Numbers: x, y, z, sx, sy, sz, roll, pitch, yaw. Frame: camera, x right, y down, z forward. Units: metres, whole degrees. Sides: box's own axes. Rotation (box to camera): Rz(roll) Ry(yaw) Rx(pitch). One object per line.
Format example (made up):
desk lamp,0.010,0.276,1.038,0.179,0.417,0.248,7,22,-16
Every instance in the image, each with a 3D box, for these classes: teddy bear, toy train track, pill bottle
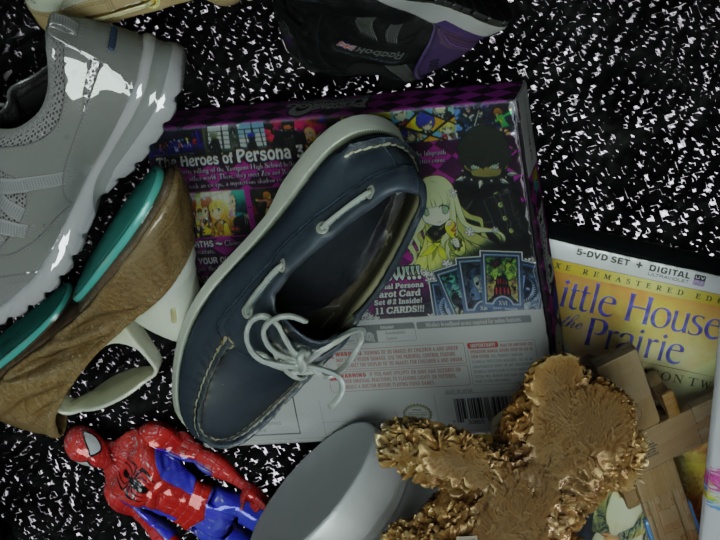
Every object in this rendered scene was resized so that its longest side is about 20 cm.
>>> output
teddy bear,0.057,0.132,1.432,0.144,0.067,0.201,21,84,-17
toy train track,0.156,0.122,1.533,0.114,0.033,0.201,-24,117,-6
pill bottle,0.045,0.177,1.514,0.200,0.117,0.116,42,107,-17

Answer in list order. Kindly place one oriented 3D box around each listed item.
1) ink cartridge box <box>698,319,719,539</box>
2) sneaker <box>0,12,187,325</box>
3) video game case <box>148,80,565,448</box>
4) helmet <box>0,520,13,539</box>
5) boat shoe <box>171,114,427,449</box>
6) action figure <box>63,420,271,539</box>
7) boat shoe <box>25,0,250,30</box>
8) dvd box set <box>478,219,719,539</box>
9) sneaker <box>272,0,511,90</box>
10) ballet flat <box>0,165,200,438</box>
ink cartridge box,0.230,0.099,1.477,0.084,0.144,0.201,12,109,22
sneaker,-0.165,-0.056,1.473,0.082,0.075,0.200,27,122,-17
video game case,0.000,0.000,1.503,0.199,0.036,0.182,-4,111,17
helmet,-0.280,0.157,1.510,0.198,0.191,0.201,1,112,2
boat shoe,-0.028,0.017,1.454,0.075,0.062,0.200,20,117,-36
action figure,-0.070,0.135,1.573,0.199,0.052,0.066,29,115,-7
boat shoe,-0.075,-0.166,1.448,0.199,0.074,0.067,-11,131,0
dvd box set,0.125,0.079,1.551,0.145,0.029,0.201,13,112,-3
sneaker,-0.013,-0.129,1.405,0.087,0.076,0.200,-38,148,23
ballet flat,-0.126,0.024,1.502,0.072,0.068,0.200,35,125,-14
